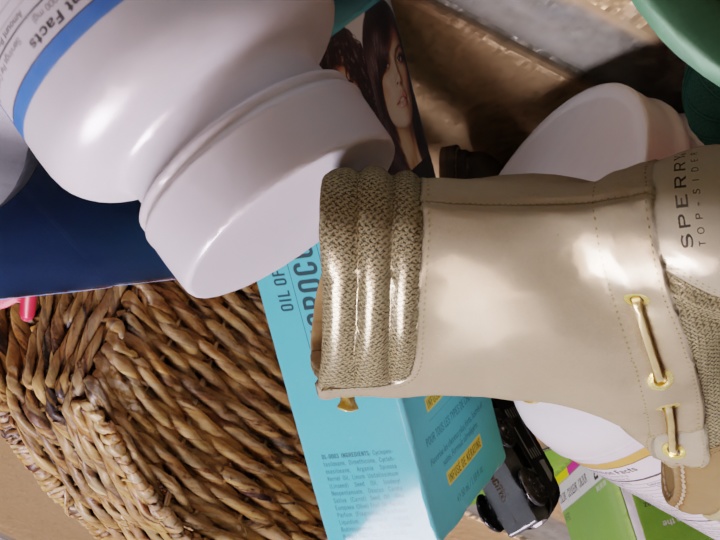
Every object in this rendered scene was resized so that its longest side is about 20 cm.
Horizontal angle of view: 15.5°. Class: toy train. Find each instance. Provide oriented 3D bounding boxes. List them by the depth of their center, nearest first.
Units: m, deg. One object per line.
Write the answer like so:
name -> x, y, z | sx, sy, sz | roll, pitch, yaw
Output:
toy train -> 0.028, 0.017, 1.106 | 0.034, 0.201, 0.046 | -31, 173, 26

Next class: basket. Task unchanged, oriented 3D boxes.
basket -> -0.116, 0.073, 1.337 | 0.148, 0.143, 0.200 | 0, 150, 37

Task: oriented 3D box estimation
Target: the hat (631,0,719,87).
hat -> 0.122, -0.126, 0.781 | 0.199, 0.166, 0.176 | 23, -179, -7

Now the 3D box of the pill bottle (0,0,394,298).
pill bottle -> -0.078, -0.094, 0.865 | 0.200, 0.112, 0.112 | 54, 161, 14

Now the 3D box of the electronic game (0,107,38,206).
electronic game -> -0.193, -0.109, 1.027 | 0.200, 0.042, 0.201 | 29, 137, 31

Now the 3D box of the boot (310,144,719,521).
boot -> 0.061, 0.025, 0.867 | 0.155, 0.073, 0.200 | -3, 152, 3

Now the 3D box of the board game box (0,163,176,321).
board game box -> -0.138, -0.012, 1.119 | 0.199, 0.039, 0.158 | -7, -151, -29

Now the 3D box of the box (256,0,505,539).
box -> 0.000, 0.000, 1.022 | 0.049, 0.082, 0.201 | -7, 108, 25

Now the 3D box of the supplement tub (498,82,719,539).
supplement tub -> 0.147, 0.028, 1.026 | 0.200, 0.145, 0.144 | 30, 155, -22

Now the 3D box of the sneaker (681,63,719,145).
sneaker -> 0.176, -0.062, 0.781 | 0.199, 0.080, 0.071 | -21, 132, 39

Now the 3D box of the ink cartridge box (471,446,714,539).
ink cartridge box -> 0.107, 0.117, 1.187 | 0.199, 0.076, 0.148 | -17, 170, -7

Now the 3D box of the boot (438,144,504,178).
boot -> 0.104, 0.001, 1.126 | 0.097, 0.075, 0.200 | -12, 145, 20
